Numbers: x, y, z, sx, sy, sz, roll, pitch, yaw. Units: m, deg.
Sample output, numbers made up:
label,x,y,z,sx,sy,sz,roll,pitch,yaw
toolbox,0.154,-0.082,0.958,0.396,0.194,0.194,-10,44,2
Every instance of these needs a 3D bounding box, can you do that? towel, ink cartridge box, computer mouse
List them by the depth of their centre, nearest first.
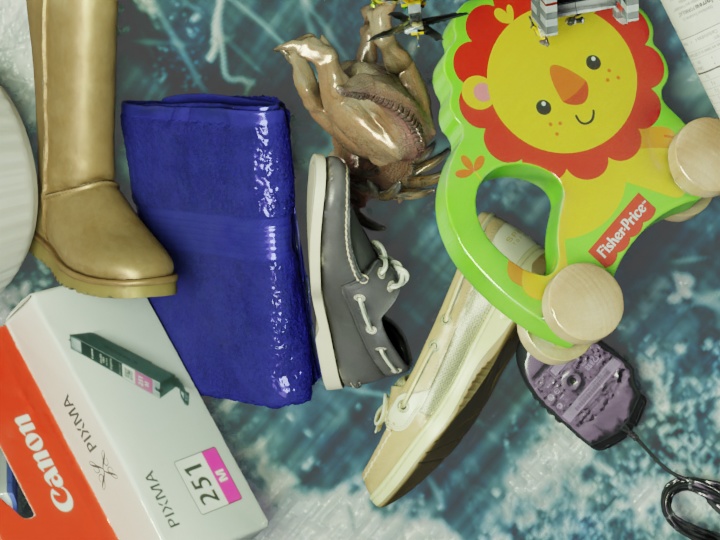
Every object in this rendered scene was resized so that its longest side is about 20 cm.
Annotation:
label,x,y,z,sx,sy,sz,roll,pitch,yaw
ink cartridge box,-0.172,0.107,1.406,0.043,0.173,0.201,-38,76,38
computer mouse,0.179,0.107,1.407,0.200,0.034,0.059,44,96,0
towel,-0.089,-0.016,1.448,0.147,0.049,0.202,7,107,44

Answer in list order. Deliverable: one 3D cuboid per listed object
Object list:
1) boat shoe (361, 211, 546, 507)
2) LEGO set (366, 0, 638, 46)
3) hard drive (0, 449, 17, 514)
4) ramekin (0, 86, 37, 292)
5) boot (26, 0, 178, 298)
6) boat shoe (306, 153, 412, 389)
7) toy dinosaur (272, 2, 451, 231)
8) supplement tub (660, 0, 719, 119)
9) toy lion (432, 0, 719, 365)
label,x,y,z,sx,sy,sz,roll,pitch,yaw
boat shoe,0.053,0.060,1.416,0.063,0.073,0.202,36,109,15
LEGO set,0.075,-0.193,1.289,0.198,0.154,0.117,-15,123,-17
hard drive,-0.244,0.176,1.483,0.025,0.200,0.133,1,105,-9
ramekin,-0.299,-0.056,1.469,0.201,0.094,0.204,11,106,42
boot,-0.173,-0.094,1.425,0.175,0.066,0.202,23,115,51
boat shoe,0.000,0.000,1.388,0.062,0.073,0.201,-2,138,3
toy dinosaur,0.012,-0.091,1.352,0.085,0.200,0.136,-25,96,-7
supplement tub,0.257,-0.129,1.264,0.131,0.132,0.201,-27,93,23
toy lion,0.116,-0.076,1.314,0.191,0.069,0.200,42,69,1
